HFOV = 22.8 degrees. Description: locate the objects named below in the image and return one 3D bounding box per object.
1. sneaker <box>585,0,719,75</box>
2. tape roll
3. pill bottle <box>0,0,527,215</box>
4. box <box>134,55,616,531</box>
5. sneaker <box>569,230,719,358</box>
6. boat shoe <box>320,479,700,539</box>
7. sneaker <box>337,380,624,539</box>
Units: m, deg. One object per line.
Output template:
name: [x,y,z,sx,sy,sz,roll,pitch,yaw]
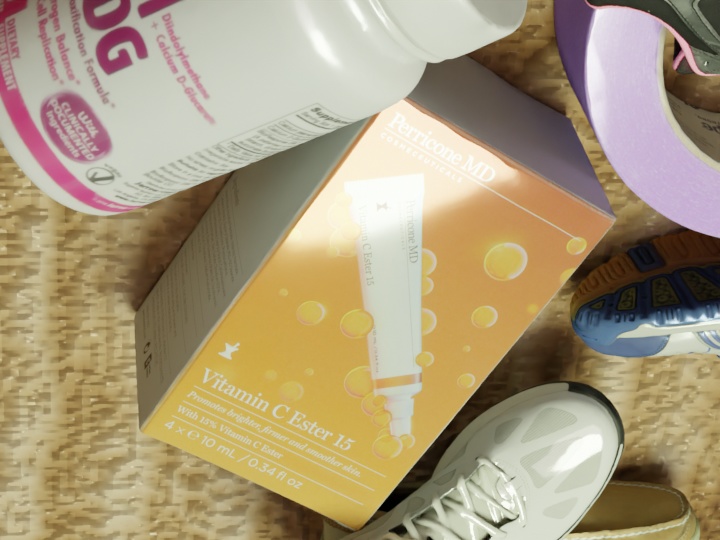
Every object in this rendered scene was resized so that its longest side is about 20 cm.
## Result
sneaker: [0.172,-0.108,0.722,0.199,0.079,0.095,23,138,-21]
tape roll: [0.189,-0.114,0.790,0.199,0.066,0.201,-4,123,-5]
pill bottle: [-0.043,-0.103,0.698,0.199,0.114,0.114,-19,125,27]
box: [0.000,0.000,0.813,0.124,0.098,0.200,27,114,-23]
sneaker: [0.203,0.026,0.875,0.199,0.075,0.089,-10,124,-2]
boat shoe: [0.078,0.129,0.928,0.199,0.072,0.077,-8,112,-4]
sneaker: [0.043,0.135,0.847,0.200,0.115,0.076,-39,91,10]
